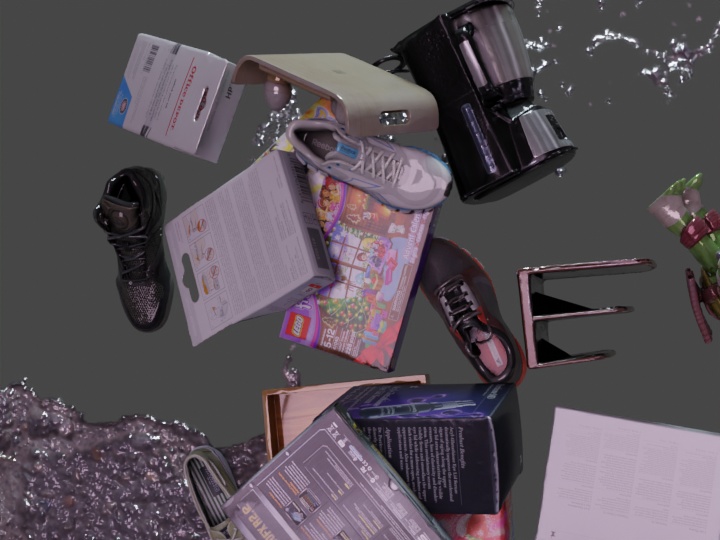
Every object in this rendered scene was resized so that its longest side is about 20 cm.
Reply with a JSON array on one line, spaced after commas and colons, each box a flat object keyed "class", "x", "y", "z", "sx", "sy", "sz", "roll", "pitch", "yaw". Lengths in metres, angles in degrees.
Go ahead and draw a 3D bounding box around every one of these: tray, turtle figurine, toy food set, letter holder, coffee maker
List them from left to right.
[{"class": "toy food set", "x": -0.028, "y": -0.189, "z": 1.408, "sx": 0.199, "sy": 0.142, "sz": 0.061, "roll": 30, "pitch": 118, "yaw": 39}, {"class": "tray", "x": -0.013, "y": 0.180, "z": 1.504, "sx": 0.197, "sy": 0.037, "sz": 0.100, "roll": -6, "pitch": 87, "yaw": 13}, {"class": "coffee maker", "x": 0.126, "y": -0.179, "z": 1.452, "sx": 0.191, "sy": 0.134, "sz": 0.202, "roll": -29, "pitch": 79, "yaw": 45}, {"class": "letter holder", "x": 0.249, "y": 0.045, "z": 1.365, "sx": 0.140, "sy": 0.200, "sz": 0.102, "roll": -7, "pitch": 86, "yaw": 12}, {"class": "turtle figurine", "x": 0.412, "y": -0.027, "z": 1.363, "sx": 0.143, "sy": 0.200, "sz": 0.195, "roll": -30, "pitch": 75, "yaw": -25}]

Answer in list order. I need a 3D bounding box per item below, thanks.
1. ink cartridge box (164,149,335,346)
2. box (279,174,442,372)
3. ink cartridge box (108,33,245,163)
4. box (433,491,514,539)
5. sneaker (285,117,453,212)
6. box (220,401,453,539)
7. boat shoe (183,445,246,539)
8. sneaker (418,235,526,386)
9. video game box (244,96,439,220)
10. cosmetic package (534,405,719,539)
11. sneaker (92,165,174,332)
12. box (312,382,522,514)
[{"class": "ink cartridge box", "x": -0.131, "y": -0.021, "z": 1.482, "sx": 0.199, "sy": 0.050, "sz": 0.164, "roll": -31, "pitch": 67, "yaw": 34}, {"class": "box", "x": 0.000, "y": 0.000, "z": 1.460, "sx": 0.135, "sy": 0.039, "sz": 0.203, "roll": 16, "pitch": 92, "yaw": 14}, {"class": "ink cartridge box", "x": -0.203, "y": -0.198, "z": 1.495, "sx": 0.199, "sy": 0.067, "sz": 0.117, "roll": 25, "pitch": 95, "yaw": 48}, {"class": "box", "x": 0.073, "y": 0.289, "z": 1.449, "sx": 0.197, "sy": 0.095, "sz": 0.101, "roll": -3, "pitch": 88, "yaw": 13}, {"class": "sneaker", "x": 0.003, "y": -0.117, "z": 1.398, "sx": 0.198, "sy": 0.087, "sz": 0.076, "roll": 19, "pitch": 91, "yaw": 16}, {"class": "box", "x": -0.019, "y": 0.261, "z": 1.296, "sx": 0.158, "sy": 0.048, "sz": 0.200, "roll": -42, "pitch": 85, "yaw": 6}, {"class": "boat shoe", "x": -0.157, "y": 0.303, "z": 1.517, "sx": 0.072, "sy": 0.062, "sz": 0.201, "roll": -33, "pitch": 82, "yaw": 10}, {"class": "sneaker", "x": 0.124, "y": 0.045, "z": 1.453, "sx": 0.077, "sy": 0.082, "sz": 0.201, "roll": -36, "pitch": 81, "yaw": 9}, {"class": "video game box", "x": -0.038, "y": -0.074, "z": 1.515, "sx": 0.182, "sy": 0.047, "sz": 0.200, "roll": -43, "pitch": 80, "yaw": 6}, {"class": "cosmetic package", "x": 0.302, "y": 0.241, "z": 1.421, "sx": 0.197, "sy": 0.052, "sz": 0.153, "roll": 9, "pitch": 88, "yaw": 13}, {"class": "sneaker", "x": -0.274, "y": -0.026, "z": 1.533, "sx": 0.075, "sy": 0.114, "sz": 0.203, "roll": 0, "pitch": 90, "yaw": 14}, {"class": "box", "x": 0.065, "y": 0.189, "z": 1.379, "sx": 0.197, "sy": 0.148, "sz": 0.106, "roll": -3, "pitch": 98, "yaw": 17}]
